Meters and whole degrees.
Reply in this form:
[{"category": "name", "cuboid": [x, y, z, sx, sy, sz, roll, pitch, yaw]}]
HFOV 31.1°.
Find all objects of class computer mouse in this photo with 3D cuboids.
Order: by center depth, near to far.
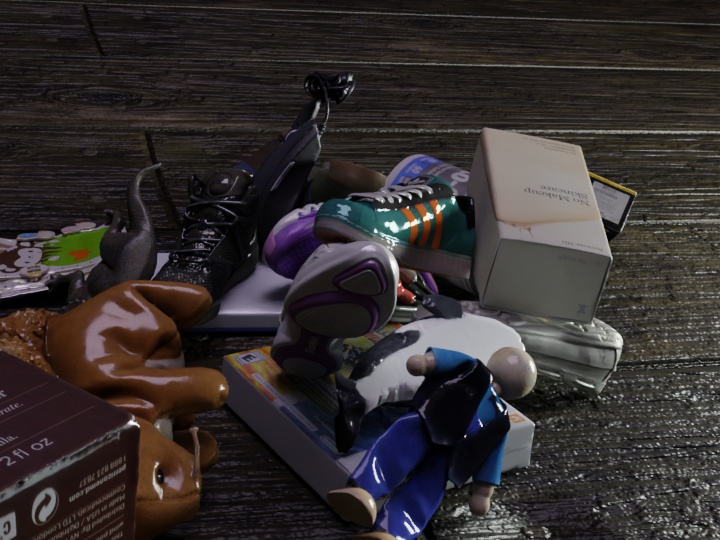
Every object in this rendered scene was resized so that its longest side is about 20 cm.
[{"category": "computer mouse", "cuboid": [-0.076, -0.119, 1.307, 0.046, 0.202, 0.140, 25, 6, -16]}]

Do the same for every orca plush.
[{"category": "orca plush", "cuboid": [0.042, 0.090, 1.010, 0.199, 0.106, 0.071, -34, 1, -42]}]

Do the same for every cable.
[{"category": "cable", "cuboid": [0.064, 0.025, 1.167, 0.198, 0.051, 0.098, 26, 30, -13]}]

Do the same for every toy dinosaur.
[{"category": "toy dinosaur", "cuboid": [-0.213, 0.005, 1.127, 0.201, 0.077, 0.102, -52, 39, -9]}]

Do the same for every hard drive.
[{"category": "hard drive", "cuboid": [-0.136, 0.020, 1.238, 0.197, 0.026, 0.132, 0, 25, -13]}]

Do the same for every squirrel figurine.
[{"category": "squirrel figurine", "cuboid": [-0.191, 0.110, 0.908, 0.197, 0.143, 0.188, 11, 37, -16]}]

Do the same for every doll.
[{"category": "doll", "cuboid": [0.063, 0.126, 0.939, 0.048, 0.138, 0.200, -4, 32, 50]}]

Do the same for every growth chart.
[{"category": "growth chart", "cuboid": [-0.312, -0.010, 1.244, 0.197, 0.018, 0.145, -15, 29, -21]}]

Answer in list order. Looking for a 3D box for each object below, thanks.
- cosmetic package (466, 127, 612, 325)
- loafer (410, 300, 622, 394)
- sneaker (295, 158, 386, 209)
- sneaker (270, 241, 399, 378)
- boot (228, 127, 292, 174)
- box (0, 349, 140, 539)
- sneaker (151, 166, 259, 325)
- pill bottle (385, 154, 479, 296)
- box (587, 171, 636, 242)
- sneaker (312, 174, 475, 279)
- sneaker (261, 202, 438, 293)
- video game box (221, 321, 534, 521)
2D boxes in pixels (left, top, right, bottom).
[{"category": "cosmetic package", "cuboid": [0.155, -0.044, 1.159, 0.102, 0.074, 0.201, 9, 32, -7]}, {"category": "loafer", "cuboid": [0.134, 0.070, 1.116, 0.197, 0.071, 0.070, 9, 13, -17]}, {"category": "sneaker", "cuboid": [-0.032, -0.058, 1.293, 0.066, 0.091, 0.200, 17, -3, -19]}, {"category": "sneaker", "cuboid": [-0.022, 0.009, 0.973, 0.074, 0.200, 0.101, 18, 64, -13]}, {"category": "boot", "cuboid": [-0.080, -0.078, 1.449, 0.096, 0.075, 0.201, -24, 41, -6]}, {"category": "box", "cuboid": [-0.255, 0.150, 0.751, 0.198, 0.167, 0.165, 20, 28, 29]}, {"category": "sneaker", "cuboid": [-0.145, -0.026, 1.170, 0.075, 0.116, 0.200, 11, 27, 15]}, {"category": "pill bottle", "cuboid": [0.119, -0.037, 1.319, 0.198, 0.116, 0.113, 24, 30, 35]}, {"category": "box", "cuboid": [0.209, -0.085, 1.398, 0.158, 0.050, 0.200, 22, 1, 8]}, {"category": "sneaker", "cuboid": [0.032, -0.046, 1.088, 0.071, 0.081, 0.199, 8, -3, 36]}, {"category": "sneaker", "cuboid": [0.000, 0.000, 1.221, 0.198, 0.081, 0.089, 13, 33, -38]}, {"category": "video game box", "cuboid": [0.011, 0.113, 1.048, 0.180, 0.048, 0.199, -8, 28, -35]}]
